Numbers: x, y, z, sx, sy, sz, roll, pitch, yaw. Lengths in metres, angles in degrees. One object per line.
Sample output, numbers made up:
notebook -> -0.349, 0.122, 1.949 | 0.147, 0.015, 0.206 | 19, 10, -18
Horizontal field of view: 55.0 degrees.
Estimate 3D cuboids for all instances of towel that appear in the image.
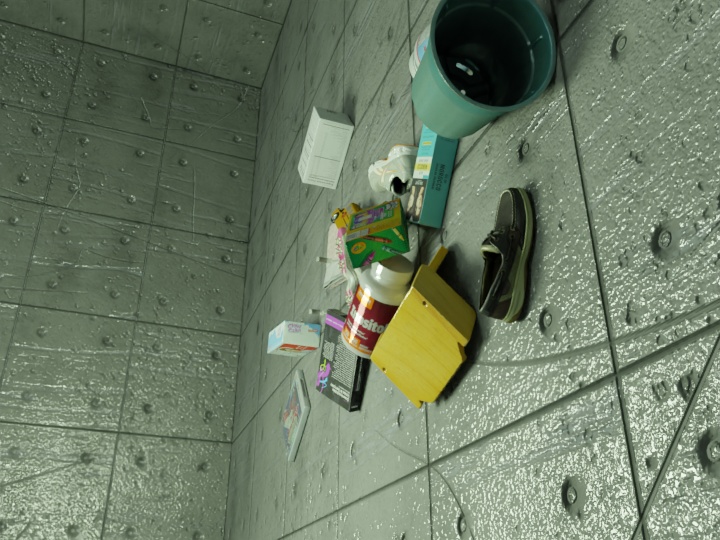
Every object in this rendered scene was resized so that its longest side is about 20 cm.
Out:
towel -> -0.055, -0.060, 1.885 | 0.200, 0.031, 0.196 | 147, 130, -65

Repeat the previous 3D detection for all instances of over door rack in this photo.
over door rack -> -0.040, 0.043, 1.705 | 0.198, 0.066, 0.152 | 3, 84, 51

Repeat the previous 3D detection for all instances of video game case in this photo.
video game case -> -0.197, 0.434, 2.080 | 0.183, 0.022, 0.204 | -115, 38, -60

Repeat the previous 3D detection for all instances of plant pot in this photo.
plant pot -> 0.173, -0.312, 1.091 | 0.196, 0.195, 0.206 | 144, 134, -74

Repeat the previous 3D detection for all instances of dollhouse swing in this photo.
dollhouse swing -> 0.135, 0.093, 1.226 | 0.182, 0.174, 0.202 | 43, 134, 18

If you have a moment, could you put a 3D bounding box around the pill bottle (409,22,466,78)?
pill bottle -> 0.164, -0.414, 1.273 | 0.200, 0.106, 0.112 | 155, 123, -69

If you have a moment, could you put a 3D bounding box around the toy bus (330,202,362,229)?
toy bus -> -0.014, -0.104, 1.695 | 0.078, 0.065, 0.201 | -45, 28, 10

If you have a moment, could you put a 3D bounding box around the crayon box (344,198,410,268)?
crayon box -> 0.035, -0.078, 1.393 | 0.201, 0.116, 0.059 | -84, -25, -70

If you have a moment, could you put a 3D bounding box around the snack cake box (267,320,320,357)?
snack cake box -> -0.200, 0.206, 2.060 | 0.200, 0.112, 0.069 | 144, 134, -64

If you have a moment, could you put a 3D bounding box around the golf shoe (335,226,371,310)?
golf shoe -> 0.000, 0.000, 1.515 | 0.075, 0.089, 0.205 | -157, 53, -77

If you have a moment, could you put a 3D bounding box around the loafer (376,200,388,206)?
loafer -> 0.031, -0.057, 1.557 | 0.075, 0.068, 0.205 | -165, 85, -72

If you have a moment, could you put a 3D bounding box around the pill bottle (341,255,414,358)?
pill bottle -> 0.038, 0.068, 1.407 | 0.114, 0.110, 0.204 | -111, 35, -57

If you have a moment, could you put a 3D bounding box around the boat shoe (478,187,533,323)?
boat shoe -> 0.208, -0.029, 1.012 | 0.073, 0.063, 0.205 | 145, 133, -67

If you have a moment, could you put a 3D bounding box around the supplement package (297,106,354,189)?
supplement package -> -0.106, -0.365, 2.062 | 0.110, 0.111, 0.204 | -114, 38, -57

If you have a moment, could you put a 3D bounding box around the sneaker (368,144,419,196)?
sneaker -> 0.068, -0.199, 1.520 | 0.200, 0.074, 0.095 | 143, 130, -66

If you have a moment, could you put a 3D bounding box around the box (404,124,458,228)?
box -> 0.138, -0.189, 1.332 | 0.082, 0.048, 0.205 | -155, 76, -71

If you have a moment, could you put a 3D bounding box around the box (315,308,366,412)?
box -> -0.042, 0.208, 1.612 | 0.142, 0.035, 0.205 | 22, 105, 50
